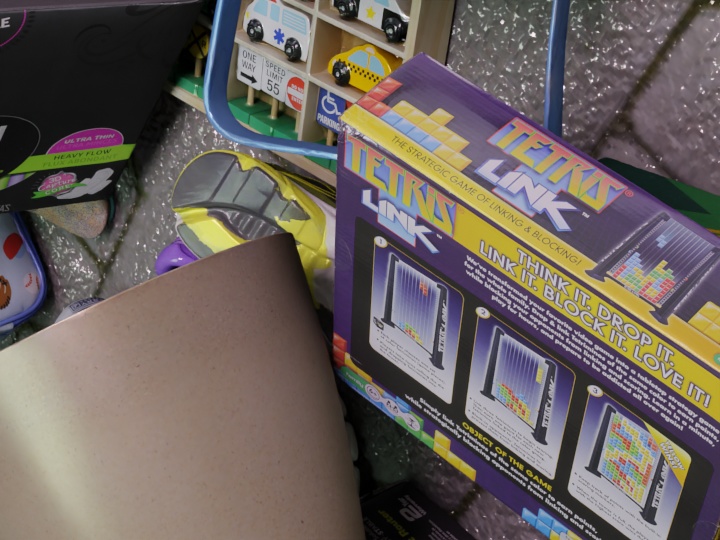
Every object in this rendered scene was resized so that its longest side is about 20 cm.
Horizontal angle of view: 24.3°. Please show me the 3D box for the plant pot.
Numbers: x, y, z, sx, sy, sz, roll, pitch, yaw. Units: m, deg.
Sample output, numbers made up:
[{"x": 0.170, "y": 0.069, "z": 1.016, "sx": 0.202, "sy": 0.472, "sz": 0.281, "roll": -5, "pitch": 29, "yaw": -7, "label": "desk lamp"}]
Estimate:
[{"x": -0.074, "y": 0.114, "z": 0.743, "sx": 0.187, "sy": 0.186, "sz": 0.202, "roll": -27, "pitch": 86, "yaw": 48, "label": "plant pot"}]

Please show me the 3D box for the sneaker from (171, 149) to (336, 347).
[{"x": 0.000, "y": 0.000, "z": 0.855, "sx": 0.199, "sy": 0.085, "sz": 0.075, "roll": 39, "pitch": 107, "yaw": 4, "label": "sneaker"}]

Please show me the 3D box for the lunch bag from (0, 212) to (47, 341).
[{"x": -0.316, "y": -0.007, "z": 1.082, "sx": 0.075, "sy": 0.199, "sz": 0.162, "roll": -26, "pitch": 87, "yaw": 56, "label": "lunch bag"}]

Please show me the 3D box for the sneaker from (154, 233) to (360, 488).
[{"x": -0.067, "y": 0.072, "z": 0.937, "sx": 0.080, "sy": 0.083, "sz": 0.202, "roll": -19, "pitch": 91, "yaw": 48, "label": "sneaker"}]

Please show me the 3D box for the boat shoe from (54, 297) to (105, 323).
[{"x": -0.154, "y": 0.124, "z": 1.052, "sx": 0.086, "sy": 0.074, "sz": 0.204, "roll": 31, "pitch": 121, "yaw": 56, "label": "boat shoe"}]

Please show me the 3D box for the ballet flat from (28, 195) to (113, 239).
[{"x": -0.235, "y": -0.092, "z": 1.064, "sx": 0.200, "sy": 0.067, "sz": 0.068, "roll": 51, "pitch": 135, "yaw": 20, "label": "ballet flat"}]

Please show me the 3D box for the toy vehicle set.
[{"x": -0.038, "y": -0.126, "z": 0.874, "sx": 0.199, "sy": 0.026, "sz": 0.125, "roll": 31, "pitch": 125, "yaw": 36, "label": "toy vehicle set"}]

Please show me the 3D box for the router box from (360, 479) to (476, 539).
[{"x": 0.052, "y": 0.232, "z": 0.888, "sx": 0.200, "sy": 0.062, "sz": 0.151, "roll": 39, "pitch": 130, "yaw": 30, "label": "router box"}]

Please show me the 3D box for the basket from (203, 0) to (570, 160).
[{"x": 0.013, "y": -0.140, "z": 0.720, "sx": 0.175, "sy": 0.139, "sz": 0.202, "roll": 14, "pitch": 111, "yaw": 26, "label": "basket"}]

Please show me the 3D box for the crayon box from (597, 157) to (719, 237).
[{"x": 0.162, "y": 0.043, "z": 0.709, "sx": 0.199, "sy": 0.051, "sz": 0.128, "roll": 25, "pitch": 122, "yaw": 39, "label": "crayon box"}]

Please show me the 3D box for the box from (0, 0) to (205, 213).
[{"x": -0.194, "y": -0.132, "z": 0.915, "sx": 0.200, "sy": 0.147, "sz": 0.125, "roll": -53, "pitch": 55, "yaw": 51, "label": "box"}]

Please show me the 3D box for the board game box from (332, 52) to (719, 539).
[{"x": 0.078, "y": 0.031, "z": 0.675, "sx": 0.199, "sy": 0.057, "sz": 0.166, "roll": 36, "pitch": 146, "yaw": 24, "label": "board game box"}]
